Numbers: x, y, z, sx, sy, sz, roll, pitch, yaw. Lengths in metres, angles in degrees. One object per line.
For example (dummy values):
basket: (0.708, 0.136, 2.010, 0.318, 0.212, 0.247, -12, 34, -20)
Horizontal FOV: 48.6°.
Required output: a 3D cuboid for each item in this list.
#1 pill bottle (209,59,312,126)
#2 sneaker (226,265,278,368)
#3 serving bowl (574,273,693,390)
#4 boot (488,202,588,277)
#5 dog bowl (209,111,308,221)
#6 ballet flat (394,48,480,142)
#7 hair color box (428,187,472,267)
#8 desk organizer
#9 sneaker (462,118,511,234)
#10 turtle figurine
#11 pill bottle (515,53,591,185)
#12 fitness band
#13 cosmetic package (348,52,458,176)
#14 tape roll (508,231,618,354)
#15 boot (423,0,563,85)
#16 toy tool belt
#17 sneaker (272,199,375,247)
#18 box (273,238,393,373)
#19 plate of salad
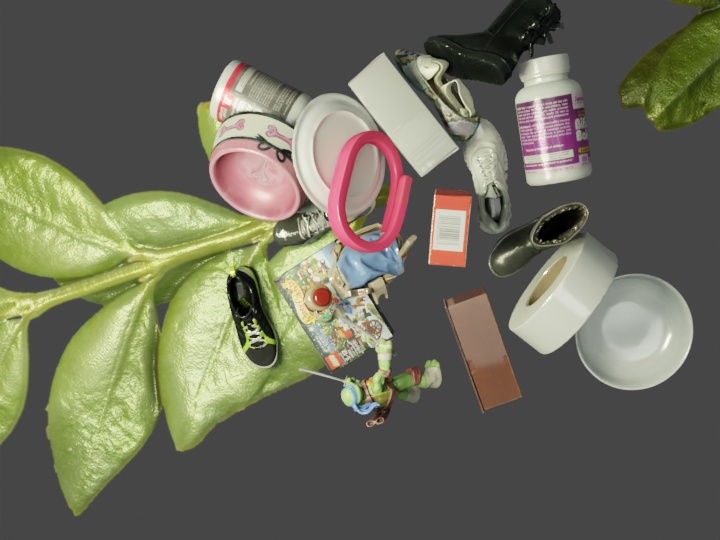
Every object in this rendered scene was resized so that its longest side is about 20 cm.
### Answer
pill bottle: (-0.148, -0.268, 1.367, 0.198, 0.111, 0.112, 27, 101, 1)
sneaker: (-0.207, 0.089, 1.443, 0.071, 0.083, 0.203, -17, 97, 9)
serving bowl: (0.466, 0.100, 1.383, 0.197, 0.066, 0.203, 1, 100, 6)
boot: (0.288, -0.047, 1.310, 0.182, 0.200, 0.073, -42, 92, 10)
dog bowl: (-0.166, -0.166, 1.345, 0.197, 0.074, 0.201, 15, 143, 11)
ballet flat: (0.136, -0.310, 1.335, 0.072, 0.072, 0.201, -38, 80, 10)
hair color box: (0.149, -0.076, 1.320, 0.063, 0.200, 0.113, 5, 100, 4)
desk organizer: (0.216, 0.138, 1.414, 0.076, 0.072, 0.203, -19, 97, 6)
sneaker: (0.220, -0.161, 1.362, 0.074, 0.081, 0.203, -13, 96, 9)
turtle figurine: (0.032, 0.169, 1.391, 0.192, 0.200, 0.146, 7, 112, -38)
pill bottle: (0.317, -0.249, 1.321, 0.111, 0.112, 0.203, -9, 99, 7)
fitness band: (0.015, -0.128, 1.302, 0.143, 0.037, 0.203, 24, 72, -36)
cosmetic package: (0.073, -0.261, 1.348, 0.090, 0.107, 0.201, -36, 96, 10)
tape roll: (0.334, 0.037, 1.319, 0.070, 0.202, 0.203, 37, 101, 0)
boot: (0.221, -0.392, 1.317, 0.163, 0.197, 0.074, -49, 136, -12)
toy tool belt: (0.000, 0.000, 1.351, 0.199, 0.123, 0.126, -34, 95, -24)
sneaker: (-0.072, -0.094, 1.383, 0.198, 0.116, 0.076, -24, 96, 9)
box: (-0.048, 0.065, 1.445, 0.136, 0.038, 0.201, -32, 94, 9)
plate of salad: (-0.038, -0.188, 1.310, 0.048, 0.199, 0.203, -3, 102, 48)
